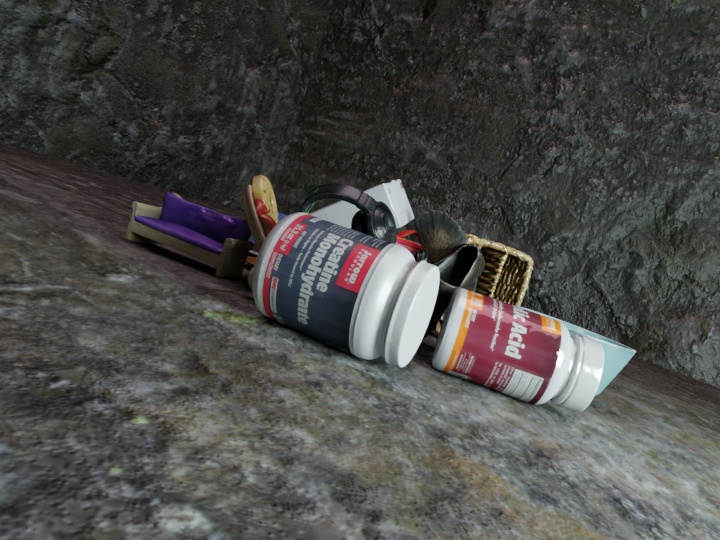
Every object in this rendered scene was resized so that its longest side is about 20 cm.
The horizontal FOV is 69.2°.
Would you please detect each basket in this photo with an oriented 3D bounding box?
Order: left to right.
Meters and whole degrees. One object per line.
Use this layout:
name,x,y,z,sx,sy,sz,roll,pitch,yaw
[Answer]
basket,0.203,0.038,0.975,0.141,0.203,0.149,17,5,-32

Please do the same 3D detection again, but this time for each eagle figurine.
eagle figurine,0.119,0.026,0.855,0.150,0.201,0.152,-17,26,35

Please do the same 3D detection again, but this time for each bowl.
bowl,0.344,0.144,0.887,0.198,0.106,0.201,20,5,-2

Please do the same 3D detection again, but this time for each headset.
headset,0.009,-0.049,0.731,0.199,0.095,0.123,36,-43,-12

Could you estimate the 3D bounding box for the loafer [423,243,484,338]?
loafer,0.105,0.026,0.766,0.073,0.200,0.072,39,-13,19

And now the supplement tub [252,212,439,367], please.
supplement tub,-0.017,0.022,0.636,0.198,0.142,0.140,20,4,20

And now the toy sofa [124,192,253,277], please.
toy sofa,-0.284,-0.066,0.878,0.198,0.099,0.083,21,4,14

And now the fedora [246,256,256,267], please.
fedora,-0.140,-0.025,1.068,0.198,0.083,0.201,18,5,-2

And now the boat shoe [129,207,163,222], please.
boat shoe,-0.354,-0.074,1.023,0.198,0.073,0.067,6,-25,-43

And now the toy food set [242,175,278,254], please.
toy food set,-0.145,-0.052,0.882,0.048,0.200,0.200,-20,27,-3

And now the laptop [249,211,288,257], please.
laptop,-0.213,-0.086,1.319,0.185,0.118,0.200,19,4,16

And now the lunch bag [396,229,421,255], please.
lunch bag,0.095,0.002,1.121,0.198,0.179,0.082,15,5,-36

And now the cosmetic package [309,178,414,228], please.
cosmetic package,-0.016,-0.087,0.922,0.198,0.082,0.113,-18,7,24

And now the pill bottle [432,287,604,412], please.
pill bottle,0.205,0.107,0.692,0.197,0.116,0.114,18,4,6

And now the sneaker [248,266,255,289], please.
sneaker,-0.072,-0.002,0.793,0.197,0.076,0.085,1,41,-18
